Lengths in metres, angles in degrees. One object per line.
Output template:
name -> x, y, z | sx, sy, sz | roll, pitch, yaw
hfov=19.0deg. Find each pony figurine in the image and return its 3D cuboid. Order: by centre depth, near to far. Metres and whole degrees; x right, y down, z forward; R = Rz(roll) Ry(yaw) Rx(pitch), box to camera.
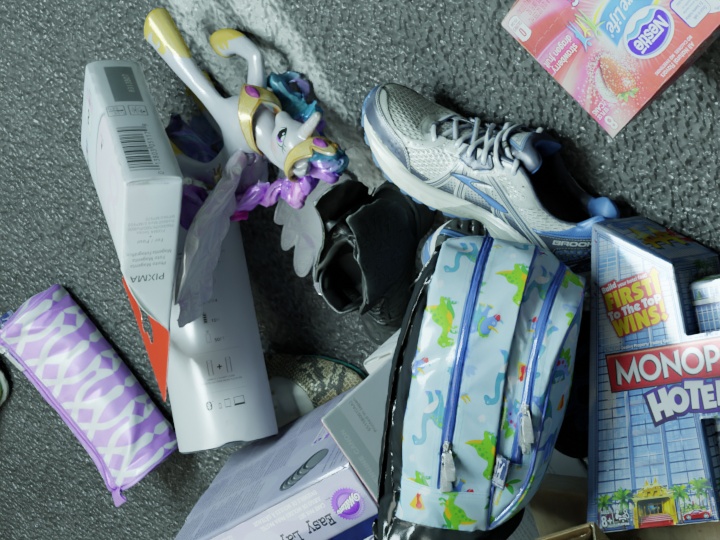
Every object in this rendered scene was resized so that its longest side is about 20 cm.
pony figurine -> -0.087, -0.075, 1.576 | 0.200, 0.166, 0.194 | 42, 138, 36

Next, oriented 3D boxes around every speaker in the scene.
speaker -> -0.121, 0.038, 1.686 | 0.081, 0.081, 0.202 | -12, 89, 50

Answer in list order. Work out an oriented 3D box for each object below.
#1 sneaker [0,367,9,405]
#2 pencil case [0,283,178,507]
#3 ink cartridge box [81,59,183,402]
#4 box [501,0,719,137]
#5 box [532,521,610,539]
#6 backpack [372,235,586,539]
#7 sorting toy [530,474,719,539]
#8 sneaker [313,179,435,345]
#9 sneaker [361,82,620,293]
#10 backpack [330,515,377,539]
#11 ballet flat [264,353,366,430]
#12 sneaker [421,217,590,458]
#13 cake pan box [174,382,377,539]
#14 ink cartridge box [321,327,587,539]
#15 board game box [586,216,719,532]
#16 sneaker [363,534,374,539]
sneaker -> -0.402, 0.137, 2.110 | 0.077, 0.089, 0.201 | 37, 141, 17
pencil case -> -0.248, 0.106, 1.929 | 0.200, 0.085, 0.084 | 50, 142, -2
ink cartridge box -> -0.173, -0.028, 1.581 | 0.163, 0.057, 0.201 | -116, 31, -50
box -> 0.182, -0.181, 1.231 | 0.103, 0.095, 0.200 | 46, 143, 5
box -> 0.116, 0.235, 1.430 | 0.163, 0.021, 0.200 | -20, 144, 17
backpack -> 0.077, 0.076, 1.409 | 0.153, 0.163, 0.202 | -3, 101, 15
sorting toy -> 0.241, 0.224, 1.521 | 0.198, 0.070, 0.201 | 2, 123, 38
sneaker -> 0.002, 0.002, 1.565 | 0.060, 0.104, 0.201 | 32, 140, 21
sneaker -> 0.093, -0.072, 1.445 | 0.199, 0.077, 0.085 | 36, 138, 3
backpack -> 0.008, 0.228, 1.707 | 0.199, 0.167, 0.163 | -1, 114, 49
ballet flat -> -0.084, 0.100, 1.763 | 0.199, 0.075, 0.068 | 12, 126, 39
sneaker -> 0.114, 0.045, 1.531 | 0.201, 0.076, 0.077 | 57, 165, -9
cake pan box -> -0.045, 0.158, 1.632 | 0.183, 0.200, 0.052 | -28, 102, 21
ink cartridge box -> 0.069, 0.141, 1.559 | 0.201, 0.173, 0.043 | 56, 144, -8
board game box -> 0.222, 0.057, 1.372 | 0.199, 0.061, 0.201 | -13, 87, 41
sneaker -> 0.098, 0.200, 1.458 | 0.199, 0.073, 0.114 | 16, 141, -31
